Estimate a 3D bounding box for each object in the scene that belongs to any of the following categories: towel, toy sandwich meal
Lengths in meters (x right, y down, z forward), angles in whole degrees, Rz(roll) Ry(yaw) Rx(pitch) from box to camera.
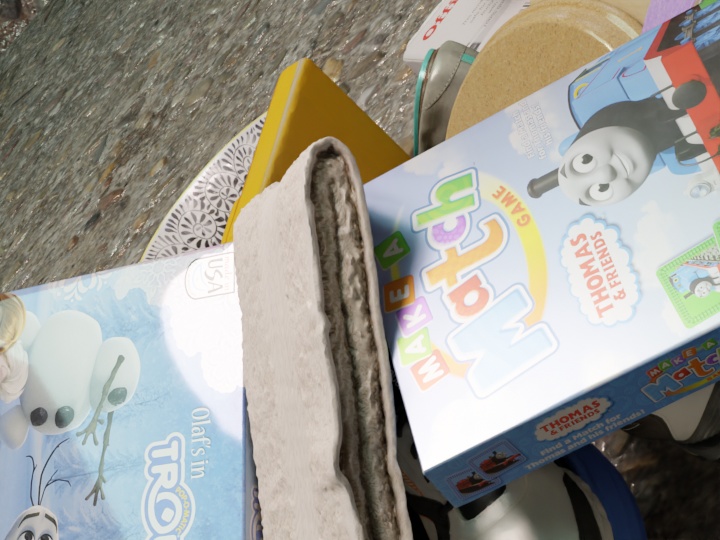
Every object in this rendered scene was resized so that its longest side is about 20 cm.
[{"bbox_3d":[-0.021,0.056,0.754,0.132,0.034,0.202,150,114,-68],"label":"towel"},{"bbox_3d":[0.122,-0.061,0.953,0.204,0.070,0.207,5,97,51],"label":"toy sandwich meal"}]

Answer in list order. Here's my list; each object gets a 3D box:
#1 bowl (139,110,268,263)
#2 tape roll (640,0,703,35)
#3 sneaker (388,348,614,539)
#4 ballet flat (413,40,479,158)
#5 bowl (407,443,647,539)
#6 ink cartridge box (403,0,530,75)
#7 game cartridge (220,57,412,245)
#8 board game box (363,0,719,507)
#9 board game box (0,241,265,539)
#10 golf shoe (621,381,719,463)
[{"bbox_3d":[-0.063,-0.017,1.244,0.200,0.094,0.201,-40,24,22],"label":"bowl"},{"bbox_3d":[0.198,-0.075,0.764,0.200,0.065,0.202,163,109,-63],"label":"tape roll"},{"bbox_3d":[0.037,0.076,0.755,0.074,0.080,0.200,-42,45,6],"label":"sneaker"},{"bbox_3d":[0.059,-0.064,1.105,0.201,0.063,0.068,98,-170,-58],"label":"ballet flat"},{"bbox_3d":[0.034,0.149,0.794,0.199,0.039,0.202,-22,50,28],"label":"bowl"},{"bbox_3d":[0.135,-0.163,1.122,0.147,0.086,0.200,-53,22,-10],"label":"ink cartridge box"},{"bbox_3d":[0.000,0.000,0.995,0.032,0.176,0.201,-30,29,35],"label":"game cartridge"},{"bbox_3d":[0.100,-0.015,0.702,0.199,0.037,0.152,-29,48,14],"label":"board game box"},{"bbox_3d":[-0.131,0.101,0.861,0.197,0.043,0.202,-12,67,24],"label":"board game box"},{"bbox_3d":[0.092,0.018,0.784,0.200,0.094,0.078,29,106,59],"label":"golf shoe"}]
